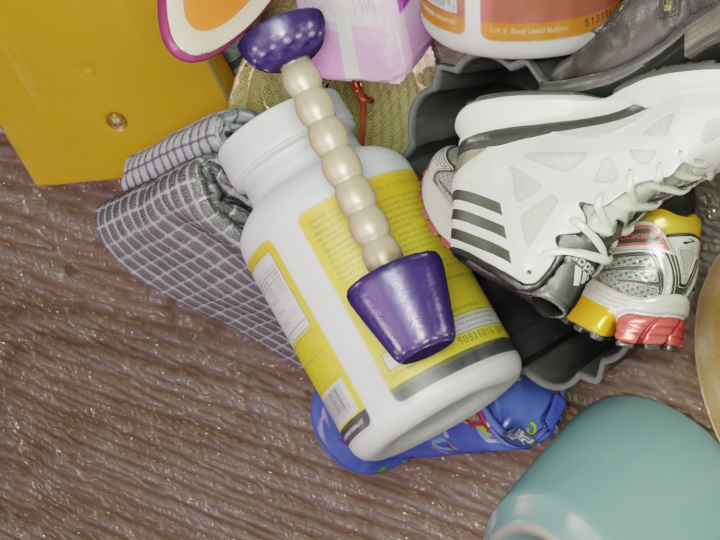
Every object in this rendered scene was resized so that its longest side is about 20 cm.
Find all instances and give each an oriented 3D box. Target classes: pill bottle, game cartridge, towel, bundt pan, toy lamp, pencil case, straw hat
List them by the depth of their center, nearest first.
[{"bbox_3d":[0.086,-0.222,1.310,0.112,0.112,0.200,28,129,44],"label":"pill bottle"},{"bbox_3d":[-0.003,-0.045,1.339,0.058,0.058,0.200,-39,70,55],"label":"toy lamp"},{"bbox_3d":[0.115,-0.038,1.402,0.202,0.076,0.202,30,131,42],"label":"bundt pan"},{"bbox_3d":[0.000,0.000,1.415,0.200,0.112,0.112,61,145,11],"label":"pill bottle"},{"bbox_3d":[-0.053,-0.009,1.554,0.200,0.086,0.166,34,155,-18],"label":"towel"},{"bbox_3d":[0.052,0.083,1.556,0.087,0.078,0.200,47,149,-17],"label":"pencil case"},{"bbox_3d":[-0.038,-0.105,1.566,0.201,0.085,0.201,31,131,43],"label":"straw hat"},{"bbox_3d":[-0.175,-0.142,1.616,0.176,0.032,0.200,-4,133,23],"label":"game cartridge"}]

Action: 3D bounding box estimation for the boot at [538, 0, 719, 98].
[{"bbox_3d":[0.167,-0.171,1.230,0.200,0.069,0.174,-20,61,52],"label":"boot"}]

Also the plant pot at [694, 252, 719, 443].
[{"bbox_3d":[0.259,0.063,1.305,0.200,0.027,0.200,29,129,42],"label":"plant pot"}]

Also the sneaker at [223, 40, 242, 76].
[{"bbox_3d":[-0.155,-0.153,1.717,0.202,0.077,0.146,36,144,26],"label":"sneaker"}]

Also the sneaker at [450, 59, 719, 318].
[{"bbox_3d":[0.133,-0.031,1.195,0.200,0.076,0.115,-6,65,32],"label":"sneaker"}]

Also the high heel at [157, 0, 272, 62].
[{"bbox_3d":[-0.089,-0.175,1.396,0.096,0.067,0.200,-43,29,47],"label":"high heel"}]

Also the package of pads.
[{"bbox_3d":[0.008,-0.214,1.372,0.076,0.121,0.200,11,134,24],"label":"package of pads"}]

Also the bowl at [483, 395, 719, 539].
[{"bbox_3d":[0.147,0.184,1.457,0.201,0.105,0.201,30,130,44],"label":"bowl"}]

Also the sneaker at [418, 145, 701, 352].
[{"bbox_3d":[0.110,-0.028,1.300,0.200,0.078,0.082,31,108,45],"label":"sneaker"}]
